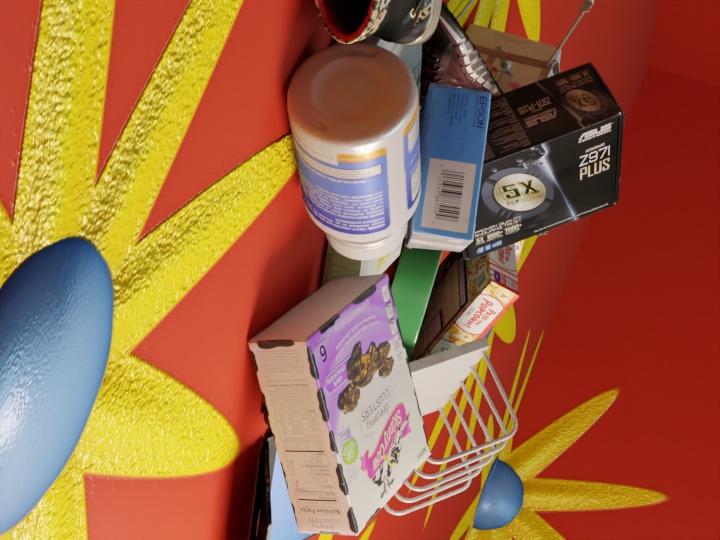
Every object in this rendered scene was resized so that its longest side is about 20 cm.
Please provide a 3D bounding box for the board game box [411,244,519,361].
[{"bbox_3d":[0.124,0.041,1.687,0.200,0.046,0.152,-52,-159,33],"label":"board game box"}]

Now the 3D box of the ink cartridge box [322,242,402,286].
[{"bbox_3d":[0.000,0.000,1.420,0.146,0.047,0.202,-45,147,-60],"label":"ink cartridge box"}]

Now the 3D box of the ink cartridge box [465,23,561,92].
[{"bbox_3d":[0.154,-0.180,1.623,0.129,0.124,0.201,89,23,-52],"label":"ink cartridge box"}]

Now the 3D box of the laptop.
[{"bbox_3d":[-0.062,0.265,1.369,0.201,0.102,0.179,-100,-164,-59],"label":"laptop"}]

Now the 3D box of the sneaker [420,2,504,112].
[{"bbox_3d":[0.077,-0.207,1.425,0.115,0.076,0.200,-34,136,8],"label":"sneaker"}]

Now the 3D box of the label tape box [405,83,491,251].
[{"bbox_3d":[0.085,-0.096,1.327,0.200,0.065,0.145,70,27,-86],"label":"label tape box"}]

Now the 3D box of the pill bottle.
[{"bbox_3d":[-0.002,-0.097,1.168,0.201,0.111,0.113,85,27,-58],"label":"pill bottle"}]

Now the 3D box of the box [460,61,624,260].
[{"bbox_3d":[0.187,-0.120,1.478,0.164,0.198,0.087,78,-10,-55],"label":"box"}]

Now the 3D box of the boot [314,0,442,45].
[{"bbox_3d":[0.018,-0.282,1.083,0.150,0.072,0.202,-29,126,-62],"label":"boot"}]

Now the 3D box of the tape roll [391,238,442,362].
[{"bbox_3d":[0.059,0.036,1.606,0.200,0.048,0.203,16,90,-87],"label":"tape roll"}]

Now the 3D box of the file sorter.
[{"bbox_3d":[0.087,0.192,1.579,0.137,0.125,0.200,-17,158,-22],"label":"file sorter"}]

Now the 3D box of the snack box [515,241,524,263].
[{"bbox_3d":[0.189,-0.122,1.806,0.201,0.052,0.144,-104,-160,-59],"label":"snack box"}]

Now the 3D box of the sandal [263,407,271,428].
[{"bbox_3d":[-0.032,0.123,1.377,0.200,0.075,0.043,-31,137,-66],"label":"sandal"}]

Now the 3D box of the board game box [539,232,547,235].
[{"bbox_3d":[0.162,-0.080,1.661,0.024,0.198,0.105,56,48,-31],"label":"board game box"}]

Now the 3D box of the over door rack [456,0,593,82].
[{"bbox_3d":[0.184,-0.282,1.565,0.067,0.146,0.201,88,25,-49],"label":"over door rack"}]

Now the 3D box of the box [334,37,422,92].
[{"bbox_3d":[0.019,-0.182,1.284,0.201,0.041,0.157,92,20,-50],"label":"box"}]

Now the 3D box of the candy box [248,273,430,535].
[{"bbox_3d":[-0.015,0.127,1.279,0.168,0.071,0.202,-38,118,-55],"label":"candy box"}]
